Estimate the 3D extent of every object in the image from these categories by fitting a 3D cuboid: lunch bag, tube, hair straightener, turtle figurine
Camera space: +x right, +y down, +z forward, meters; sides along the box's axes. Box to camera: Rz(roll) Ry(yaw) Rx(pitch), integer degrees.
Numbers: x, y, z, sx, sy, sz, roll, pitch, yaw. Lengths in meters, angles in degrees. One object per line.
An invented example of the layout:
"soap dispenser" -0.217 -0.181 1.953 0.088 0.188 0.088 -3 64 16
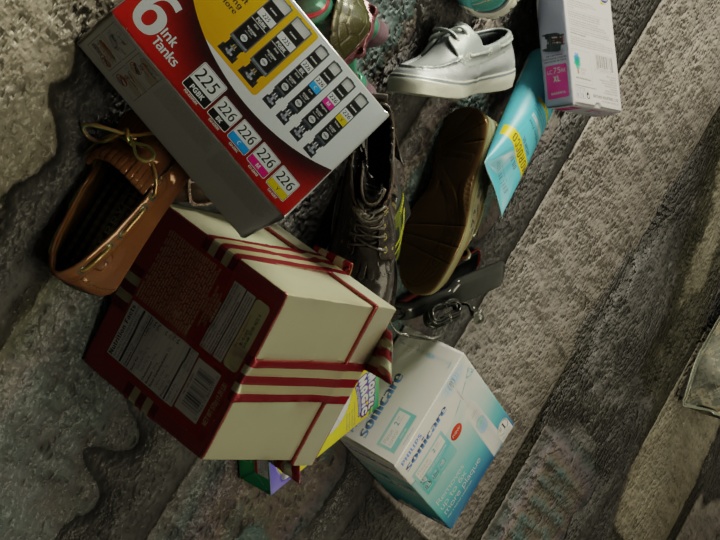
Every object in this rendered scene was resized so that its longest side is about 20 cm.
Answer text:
"lunch bag" 0.589 0.135 2.640 0.164 0.117 0.201 19 89 -59
"tube" 0.168 -0.151 1.816 0.200 0.050 0.078 -63 141 -37
"hair straightener" 0.097 0.029 1.857 0.200 0.077 0.041 -23 130 -49
"turtle figurine" -0.034 -0.210 1.487 0.150 0.101 0.200 -63 154 -5

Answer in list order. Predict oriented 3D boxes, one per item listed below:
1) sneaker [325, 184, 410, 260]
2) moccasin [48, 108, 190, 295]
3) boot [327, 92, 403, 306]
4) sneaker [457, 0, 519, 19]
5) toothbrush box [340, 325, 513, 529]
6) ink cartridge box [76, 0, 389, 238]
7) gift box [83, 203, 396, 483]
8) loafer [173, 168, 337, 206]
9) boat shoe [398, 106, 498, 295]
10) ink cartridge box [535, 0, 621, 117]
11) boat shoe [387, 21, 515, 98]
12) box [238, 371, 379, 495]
"sneaker" 0.000 0.000 1.693 0.085 0.074 0.200 23 91 -59
"moccasin" -0.185 -0.079 1.371 0.202 0.074 0.078 -56 156 -2
"boot" 0.004 -0.047 1.559 0.174 0.069 0.201 102 -10 -84
"sneaker" 0.148 -0.343 1.691 0.080 0.077 0.200 19 95 -50
"toothbrush box" 0.075 0.175 1.917 0.147 0.085 0.200 -57 146 -14
"ink cartridge box" -0.084 -0.161 1.344 0.200 0.084 0.176 49 62 -11
"gift box" -0.090 0.069 1.478 0.187 0.200 0.185 9 117 -57
"loafer" -0.087 -0.101 1.491 0.200 0.071 0.073 -25 128 -44
"boat shoe" 0.100 -0.067 1.801 0.063 0.073 0.201 17 95 -58
"ink cartridge box" 0.228 -0.267 1.842 0.119 0.042 0.201 1 85 -57
"boat shoe" 0.090 -0.209 1.706 0.201 0.070 0.072 -18 114 -55
"box" -0.042 0.123 1.741 0.200 0.048 0.118 -39 140 -40
